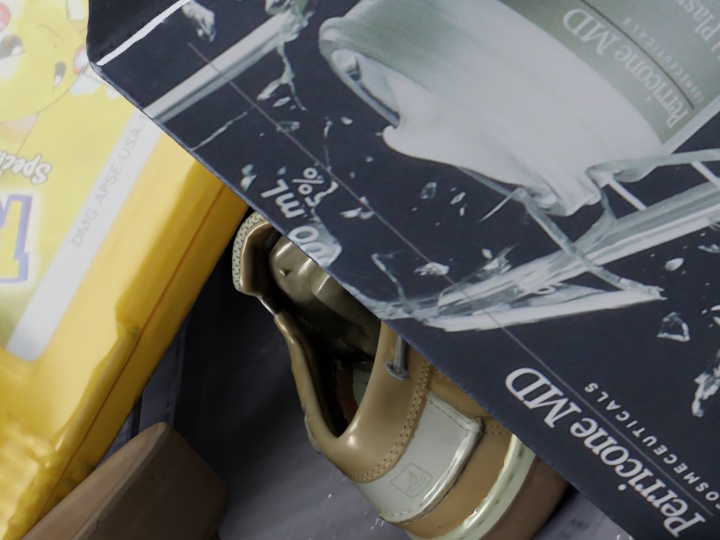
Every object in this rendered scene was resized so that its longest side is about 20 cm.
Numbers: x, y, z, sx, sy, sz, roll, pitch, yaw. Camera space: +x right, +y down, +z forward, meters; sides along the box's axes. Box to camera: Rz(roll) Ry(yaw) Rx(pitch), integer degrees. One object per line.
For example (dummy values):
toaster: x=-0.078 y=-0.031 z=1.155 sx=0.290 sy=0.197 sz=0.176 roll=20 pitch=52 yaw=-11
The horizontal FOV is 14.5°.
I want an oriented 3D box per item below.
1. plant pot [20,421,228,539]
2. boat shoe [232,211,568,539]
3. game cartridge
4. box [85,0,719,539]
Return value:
plant pot: x=-0.087 y=0.139 z=0.694 sx=0.201 sy=0.093 sz=0.201 roll=-45 pitch=5 yaw=5
boat shoe: x=0.000 y=0.000 z=0.778 sx=0.072 sy=0.076 sz=0.200 roll=-55 pitch=26 yaw=15
game cartridge: x=-0.119 y=-0.032 z=0.840 sx=0.176 sy=0.032 sz=0.200 roll=28 pitch=85 yaw=28
box: x=0.080 y=-0.072 z=0.601 sx=0.196 sy=0.200 sz=0.124 roll=-33 pitch=33 yaw=26
